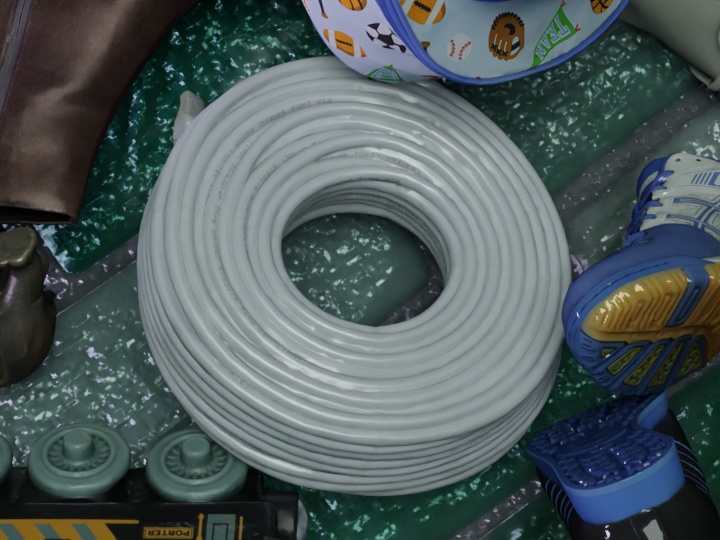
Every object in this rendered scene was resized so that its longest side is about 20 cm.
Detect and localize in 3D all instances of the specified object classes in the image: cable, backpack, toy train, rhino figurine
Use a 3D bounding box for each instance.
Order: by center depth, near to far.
[{"bbox_3d":[-0.123,0.126,1.106,0.199,0.085,0.114,1,36,-1],"label":"toy train"},{"bbox_3d":[0.047,-0.178,1.109,0.200,0.154,0.191,-27,116,-25],"label":"backpack"},{"bbox_3d":[0.000,0.000,1.137,0.199,0.069,0.201,15,59,-5],"label":"cable"},{"bbox_3d":[-0.225,0.045,1.143,0.199,0.088,0.060,-27,51,-5],"label":"rhino figurine"}]

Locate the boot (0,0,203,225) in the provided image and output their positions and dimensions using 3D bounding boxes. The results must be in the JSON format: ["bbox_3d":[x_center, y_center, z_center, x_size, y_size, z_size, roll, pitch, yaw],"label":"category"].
[{"bbox_3d":[-0.115,-0.096,1.167,0.199,0.072,0.167,1,66,13],"label":"boot"}]

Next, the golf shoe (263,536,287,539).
[{"bbox_3d":[0.011,0.197,1.041,0.078,0.094,0.201,-31,81,36],"label":"golf shoe"}]

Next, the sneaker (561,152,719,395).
[{"bbox_3d":[0.139,-0.006,1.130,0.088,0.200,0.075,49,124,21],"label":"sneaker"}]

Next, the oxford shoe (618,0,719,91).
[{"bbox_3d":[0.191,-0.100,1.185,0.199,0.075,0.058,20,76,-2],"label":"oxford shoe"}]

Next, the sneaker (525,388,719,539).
[{"bbox_3d":[0.116,0.104,1.088,0.070,0.200,0.078,-21,96,6],"label":"sneaker"}]
